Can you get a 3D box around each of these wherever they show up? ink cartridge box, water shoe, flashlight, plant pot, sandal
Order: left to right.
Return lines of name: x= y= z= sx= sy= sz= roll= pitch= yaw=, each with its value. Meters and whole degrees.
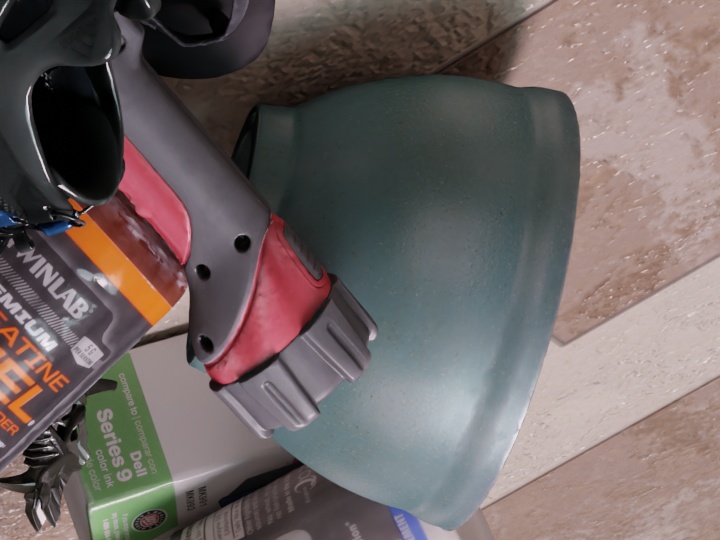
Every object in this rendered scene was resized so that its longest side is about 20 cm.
water shoe: x=-0.123 y=-0.030 z=0.739 sx=0.072 sy=0.079 sz=0.201 roll=-53 pitch=170 yaw=-44
flashlight: x=-0.078 y=-0.028 z=0.844 sx=0.068 sy=0.200 sz=0.068 roll=-18 pitch=-151 yaw=55
sandal: x=-0.075 y=-0.124 z=0.830 sx=0.076 sy=0.043 sz=0.200 roll=-21 pitch=152 yaw=-2
ink cartridge box: x=-0.058 y=0.093 z=1.182 sx=0.199 sy=0.088 sz=0.146 roll=-18 pitch=152 yaw=-13
plant pot: x=0.000 y=0.000 z=0.978 sx=0.133 sy=0.201 sz=0.201 roll=15 pitch=142 yaw=-10

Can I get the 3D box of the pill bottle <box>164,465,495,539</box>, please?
pill bottle: x=-0.035 y=0.165 z=1.111 sx=0.199 sy=0.114 sz=0.114 roll=-29 pitch=152 yaw=8

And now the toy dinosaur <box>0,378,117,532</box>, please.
toy dinosaur: x=-0.189 y=0.048 z=0.996 sx=0.135 sy=0.103 sz=0.200 roll=28 pitch=128 yaw=-26

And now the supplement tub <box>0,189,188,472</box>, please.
supplement tub: x=-0.144 y=0.007 z=0.912 sx=0.200 sy=0.107 sz=0.107 roll=-44 pitch=152 yaw=-4
